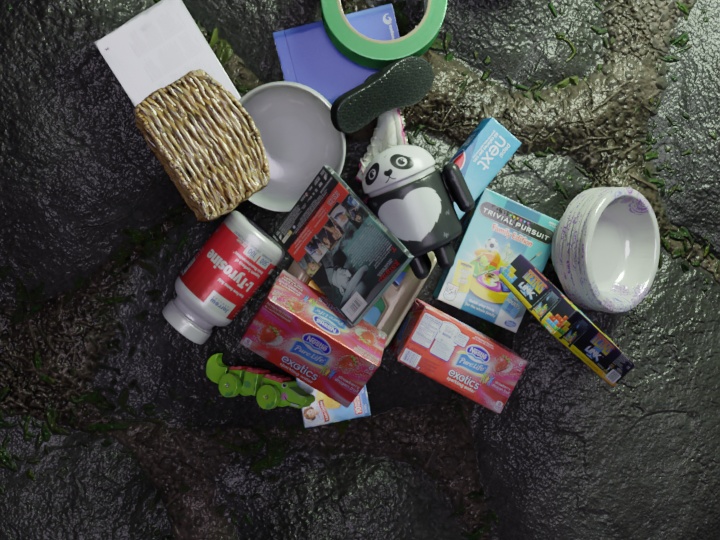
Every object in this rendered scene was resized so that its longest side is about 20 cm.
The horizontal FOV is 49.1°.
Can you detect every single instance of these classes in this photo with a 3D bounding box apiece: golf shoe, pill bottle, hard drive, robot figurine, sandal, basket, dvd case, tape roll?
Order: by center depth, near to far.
[{"bbox_3d":[-0.231,-0.189,1.185,0.142,0.149,0.201,-35,101,-11],"label":"basket"},{"bbox_3d":[-0.030,-0.038,1.195,0.200,0.022,0.146,47,113,20],"label":"dvd case"},{"bbox_3d":[0.080,-0.091,1.202,0.149,0.125,0.202,-26,98,-26],"label":"robot figurine"},{"bbox_3d":[0.030,-0.278,1.214,0.199,0.048,0.076,-30,128,-25],"label":"sandal"},{"bbox_3d":[0.035,-0.422,1.241,0.198,0.048,0.203,0,87,-3],"label":"tape roll"},{"bbox_3d":[-0.222,0.014,1.258,0.112,0.112,0.200,39,92,-8],"label":"pill bottle"},{"bbox_3d":[-0.030,-0.342,1.279,0.198,0.025,0.133,-15,98,-4],"label":"hard drive"},{"bbox_3d":[0.034,-0.186,1.281,0.090,0.075,0.202,-6,96,-1],"label":"golf shoe"}]

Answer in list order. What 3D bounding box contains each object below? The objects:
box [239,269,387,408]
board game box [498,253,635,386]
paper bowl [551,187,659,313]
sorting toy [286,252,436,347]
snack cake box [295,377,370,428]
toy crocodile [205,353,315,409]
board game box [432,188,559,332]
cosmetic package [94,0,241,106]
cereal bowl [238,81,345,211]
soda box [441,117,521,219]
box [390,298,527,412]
[{"bbox_3d":[-0.070,0.105,1.210,0.199,0.096,0.100,32,118,-6],"label":"box"},{"bbox_3d":[0.328,0.079,1.254,0.057,0.166,0.200,-45,128,10],"label":"board game box"},{"bbox_3d":[0.392,-0.036,1.293,0.199,0.104,0.203,-5,98,-35],"label":"paper bowl"},{"bbox_3d":[0.000,0.000,1.261,0.199,0.036,0.186,32,82,-4],"label":"sorting toy"},{"bbox_3d":[-0.057,0.148,1.313,0.114,0.067,0.202,-11,97,-5],"label":"snack cake box"},{"bbox_3d":[-0.164,0.183,1.280,0.198,0.067,0.062,11,90,28],"label":"toy crocodile"},{"bbox_3d":[0.231,-0.018,1.332,0.150,0.047,0.202,22,94,-8],"label":"board game box"},{"bbox_3d":[-0.298,-0.308,1.244,0.150,0.052,0.201,-32,99,-3],"label":"cosmetic package"},{"bbox_3d":[-0.117,-0.200,1.247,0.198,0.083,0.202,2,110,4],"label":"cereal bowl"},{"bbox_3d":[0.171,-0.153,1.302,0.068,0.064,0.200,39,91,-9],"label":"soda box"},{"bbox_3d":[0.161,0.140,1.311,0.199,0.095,0.100,28,94,-8],"label":"box"}]
